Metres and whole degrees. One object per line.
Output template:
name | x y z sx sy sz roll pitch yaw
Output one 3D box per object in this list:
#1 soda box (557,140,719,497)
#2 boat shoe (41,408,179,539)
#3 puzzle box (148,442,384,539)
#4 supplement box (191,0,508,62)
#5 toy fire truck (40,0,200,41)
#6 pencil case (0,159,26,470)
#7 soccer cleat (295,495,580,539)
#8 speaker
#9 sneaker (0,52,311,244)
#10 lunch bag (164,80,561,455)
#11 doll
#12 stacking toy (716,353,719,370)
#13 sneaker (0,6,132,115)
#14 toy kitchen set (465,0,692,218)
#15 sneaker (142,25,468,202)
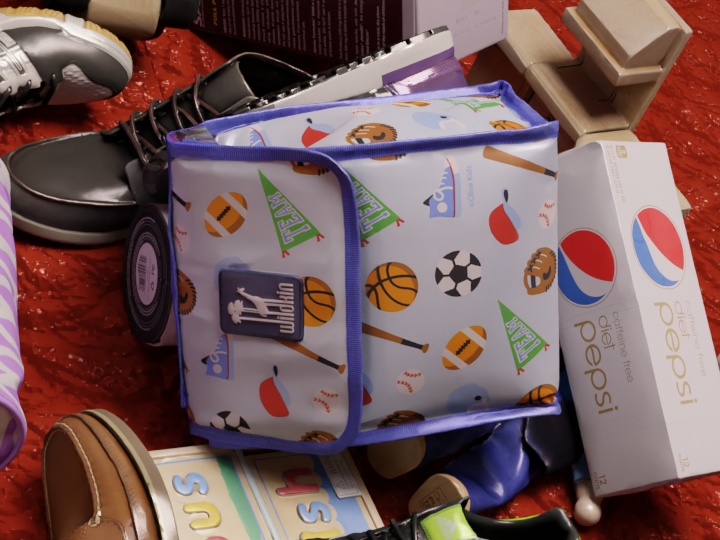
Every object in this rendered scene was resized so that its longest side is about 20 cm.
soda box | 0.158 0.027 0.979 0.068 0.064 0.200 -2 76 -45
boat shoe | -0.123 0.149 0.780 0.068 0.072 0.200 -2 48 -31
puzzle box | -0.035 0.170 0.842 0.133 0.025 0.200 -5 50 -31
supplement box | -0.010 -0.188 1.136 0.200 0.061 0.109 17 31 34
toy fire truck | -0.190 -0.247 1.121 0.128 0.177 0.200 5 3 -24
pencil case | -0.214 0.012 0.863 0.084 0.086 0.200 9 45 -27
soccer cleat | 0.015 0.145 0.812 0.200 0.081 0.068 -1 48 -29
speaker | -0.031 0.003 0.975 0.200 0.081 0.081 0 48 -27
sneaker | -0.121 -0.080 0.991 0.200 0.106 0.075 -7 51 -34
lunch bag | 0.000 0.000 0.878 0.199 0.170 0.124 -6 18 -12
doll | 0.096 0.091 0.977 0.200 0.048 0.137 -24 70 -45
stacking toy | 0.334 0.099 1.068 0.146 0.146 0.200 -32 87 -45
sneaker | -0.234 -0.109 1.001 0.200 0.076 0.088 3 62 -22
toy kitchen set | 0.106 -0.106 1.099 0.180 0.163 0.200 -9 52 -35
sneaker | -0.021 -0.064 0.940 0.200 0.076 0.088 -24 98 -17
